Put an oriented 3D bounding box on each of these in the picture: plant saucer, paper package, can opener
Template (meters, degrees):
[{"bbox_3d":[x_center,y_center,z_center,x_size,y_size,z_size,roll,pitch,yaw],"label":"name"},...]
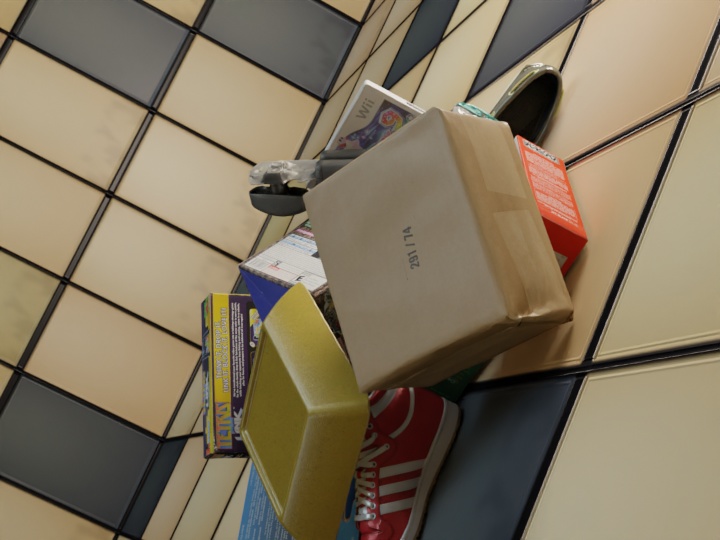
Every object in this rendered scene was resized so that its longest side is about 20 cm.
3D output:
[{"bbox_3d":[-0.065,0.146,1.281,0.200,0.048,0.200,-123,38,-49],"label":"plant saucer"},{"bbox_3d":[0.064,-0.014,1.163,0.190,0.103,0.201,-30,69,37],"label":"paper package"},{"bbox_3d":[-0.028,-0.098,1.474,0.053,0.199,0.067,-70,-24,-58],"label":"can opener"}]

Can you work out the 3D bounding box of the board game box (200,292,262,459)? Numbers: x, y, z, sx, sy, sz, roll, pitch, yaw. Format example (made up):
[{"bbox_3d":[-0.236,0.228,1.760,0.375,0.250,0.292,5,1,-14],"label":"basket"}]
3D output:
[{"bbox_3d":[-0.113,0.133,1.645,0.057,0.165,0.201,140,130,-66],"label":"board game box"}]

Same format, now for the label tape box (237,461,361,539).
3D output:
[{"bbox_3d":[-0.041,0.253,1.359,0.200,0.063,0.145,-21,51,44],"label":"label tape box"}]

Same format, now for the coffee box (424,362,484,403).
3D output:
[{"bbox_3d":[0.081,0.090,1.340,0.200,0.044,0.123,-57,13,26],"label":"coffee box"}]

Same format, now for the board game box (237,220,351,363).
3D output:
[{"bbox_3d":[0.000,0.000,1.421,0.200,0.097,0.159,-34,29,-24],"label":"board game box"}]

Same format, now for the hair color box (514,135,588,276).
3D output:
[{"bbox_3d":[0.157,-0.044,1.267,0.102,0.061,0.200,-59,11,22],"label":"hair color box"}]

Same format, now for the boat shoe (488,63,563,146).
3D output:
[{"bbox_3d":[0.158,-0.140,1.462,0.202,0.072,0.060,-58,6,2],"label":"boat shoe"}]

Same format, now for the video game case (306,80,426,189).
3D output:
[{"bbox_3d":[0.058,-0.111,1.514,0.143,0.200,0.018,-58,13,22],"label":"video game case"}]

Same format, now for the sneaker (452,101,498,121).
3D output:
[{"bbox_3d":[0.097,-0.091,1.331,0.091,0.077,0.200,-61,0,31],"label":"sneaker"}]

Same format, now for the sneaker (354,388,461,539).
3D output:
[{"bbox_3d":[0.010,0.193,1.237,0.071,0.112,0.200,-26,38,63],"label":"sneaker"}]
